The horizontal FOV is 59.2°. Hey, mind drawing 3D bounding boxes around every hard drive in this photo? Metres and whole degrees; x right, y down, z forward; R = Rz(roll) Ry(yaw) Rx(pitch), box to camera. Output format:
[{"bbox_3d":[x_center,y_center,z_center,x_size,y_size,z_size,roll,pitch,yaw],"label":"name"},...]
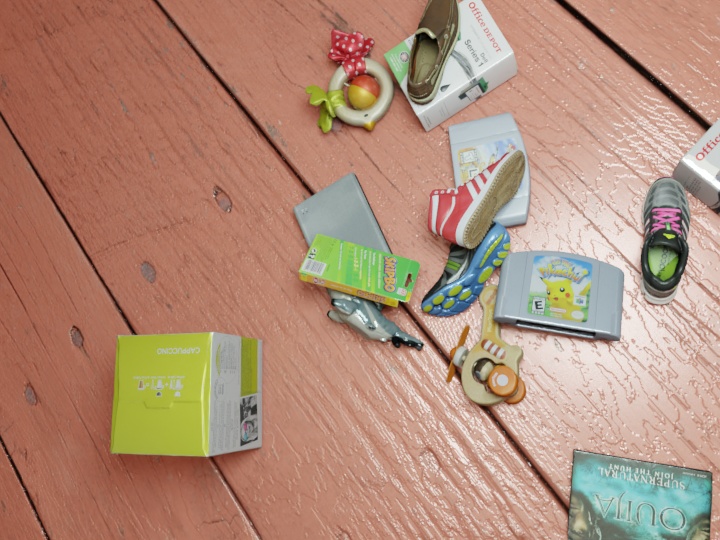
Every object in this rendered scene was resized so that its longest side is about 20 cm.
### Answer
[{"bbox_3d":[-0.029,-0.061,1.184,0.138,0.033,0.203,-28,73,12],"label":"hard drive"}]

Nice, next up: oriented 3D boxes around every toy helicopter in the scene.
[{"bbox_3d":[0.208,0.123,1.062,0.130,0.079,0.205,-3,69,27],"label":"toy helicopter"}]

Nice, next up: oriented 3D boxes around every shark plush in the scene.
[{"bbox_3d":[0.026,0.073,1.107,0.198,0.091,0.084,30,69,15],"label":"shark plush"}]

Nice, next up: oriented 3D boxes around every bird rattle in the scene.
[{"bbox_3d":[-0.011,-0.353,1.216,0.161,0.113,0.202,28,77,9],"label":"bird rattle"}]

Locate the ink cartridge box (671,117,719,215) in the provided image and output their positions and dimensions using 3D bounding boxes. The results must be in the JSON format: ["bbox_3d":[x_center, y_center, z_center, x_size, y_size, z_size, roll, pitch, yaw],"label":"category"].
[{"bbox_3d":[0.603,-0.146,0.956,0.145,0.084,0.200,-46,70,5],"label":"ink cartridge box"}]

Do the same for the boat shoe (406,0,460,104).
[{"bbox_3d":[0.123,-0.392,1.077,0.073,0.075,0.207,9,83,20],"label":"boat shoe"}]

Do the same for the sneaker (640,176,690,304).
[{"bbox_3d":[0.475,-0.053,0.982,0.072,0.087,0.205,7,82,19],"label":"sneaker"}]

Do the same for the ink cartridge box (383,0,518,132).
[{"bbox_3d":[0.164,-0.375,1.146,0.198,0.084,0.148,-31,72,12],"label":"ink cartridge box"}]

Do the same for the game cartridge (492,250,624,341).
[{"bbox_3d":[0.321,0.035,1.024,0.195,0.041,0.136,8,61,15],"label":"game cartridge"}]

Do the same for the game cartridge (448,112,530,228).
[{"bbox_3d":[0.230,-0.173,1.115,0.130,0.041,0.205,-11,77,21],"label":"game cartridge"}]

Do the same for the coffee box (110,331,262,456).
[{"bbox_3d":[-0.304,0.220,1.139,0.195,0.197,0.205,-3,79,17],"label":"coffee box"}]

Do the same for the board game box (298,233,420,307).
[{"bbox_3d":[0.000,0.000,1.100,0.196,0.030,0.097,14,50,11],"label":"board game box"}]

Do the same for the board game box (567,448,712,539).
[{"bbox_3d":[0.420,0.358,0.960,0.195,0.028,0.139,4,81,19],"label":"board game box"}]

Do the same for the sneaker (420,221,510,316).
[{"bbox_3d":[0.177,-0.002,1.089,0.201,0.070,0.083,-53,31,17],"label":"sneaker"}]

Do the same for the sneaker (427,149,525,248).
[{"bbox_3d":[0.189,-0.131,1.065,0.111,0.072,0.201,20,64,45],"label":"sneaker"}]
